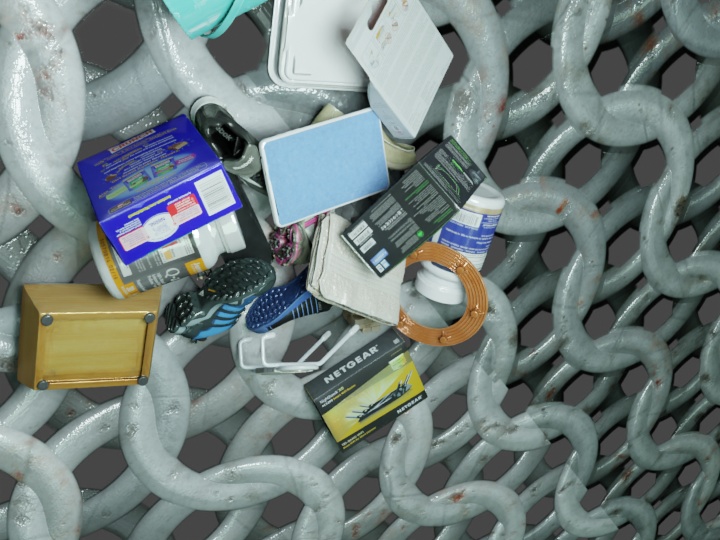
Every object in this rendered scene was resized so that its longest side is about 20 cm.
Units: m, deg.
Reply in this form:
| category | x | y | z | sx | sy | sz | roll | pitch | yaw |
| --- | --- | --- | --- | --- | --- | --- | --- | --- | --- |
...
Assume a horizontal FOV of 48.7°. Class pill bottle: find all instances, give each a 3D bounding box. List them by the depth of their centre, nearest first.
| category | x | y | z | sx | sy | sz | roll | pitch | yaw |
| --- | --- | --- | --- | --- | --- | --- | --- | --- | --- |
| pill bottle | -0.270 | -0.044 | 1.125 | 0.198 | 0.117 | 0.117 | -19 | 125 | -5 |
| pill bottle | 0.165 | -0.051 | 1.374 | 0.114 | 0.116 | 0.202 | 3 | 116 | -30 |

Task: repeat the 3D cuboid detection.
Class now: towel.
| category | x | y | z | sx | sy | sz | roll | pitch | yaw |
| --- | --- | --- | --- | --- | --- | --- | --- | --- | --- |
| towel | 0.000 | 0.000 | 1.250 | 0.199 | 0.034 | 0.134 | 22 | 70 | -42 |

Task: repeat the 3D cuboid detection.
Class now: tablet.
| category | x | y | z | sx | sy | sz | roll | pitch | yaw |
| --- | --- | --- | --- | --- | --- | --- | --- | --- | --- |
| tablet | -0.048 | -0.153 | 1.162 | 0.198 | 0.014 | 0.132 | -22 | 117 | -26 |

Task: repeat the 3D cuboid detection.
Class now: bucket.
| category | x | y | z | sx | sy | sz | roll | pitch | yaw |
| --- | --- | --- | --- | --- | --- | --- | --- | --- | --- |
| bucket | -0.191 | -0.386 | 0.945 | 0.134 | 0.208 | 0.208 | -30 | 127 | 2 |

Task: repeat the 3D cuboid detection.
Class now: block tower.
| category | x | y | z | sx | sy | sz | roll | pitch | yaw |
| --- | --- | --- | --- | --- | --- | --- | --- | --- | --- |
| block tower | 0.010 | 0.009 | 1.362 | 0.053 | 0.058 | 0.202 | -9 | 119 | -25 |

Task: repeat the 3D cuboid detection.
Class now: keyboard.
| category | x | y | z | sx | sy | sz | roll | pitch | yaw |
| --- | --- | --- | --- | --- | --- | --- | --- | --- | --- |
| keyboard | -0.219 | -0.060 | 1.223 | 0.126 | 0.021 | 0.201 | -30 | 126 | -12 |

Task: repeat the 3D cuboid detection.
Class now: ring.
| category | x | y | z | sx | sy | sz | roll | pitch | yaw |
| --- | --- | --- | --- | --- | --- | --- | --- | --- | --- |
| ring | 0.119 | 0.045 | 1.358 | 0.019 | 0.198 | 0.203 | -48 | 145 | -54 |

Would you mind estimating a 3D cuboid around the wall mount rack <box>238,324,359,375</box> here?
| category | x | y | z | sx | sy | sz | roll | pitch | yaw |
| --- | --- | --- | --- | --- | --- | --- | --- | --- | --- |
| wall mount rack | -0.102 | 0.133 | 1.320 | 0.172 | 0.199 | 0.076 | 1 | 82 | -27 |

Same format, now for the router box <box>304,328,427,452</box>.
| category | x | y | z | sx | sy | sz | roll | pitch | yaw |
| --- | --- | --- | --- | --- | --- | --- | --- | --- | --- |
| router box | 0.013 | 0.225 | 1.487 | 0.199 | 0.052 | 0.158 | -32 | 127 | -9 |

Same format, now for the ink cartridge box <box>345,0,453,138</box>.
| category | x | y | z | sx | sy | sz | roll | pitch | yaw |
| --- | --- | --- | --- | --- | --- | --- | --- | --- | --- |
| ink cartridge box | 0.049 | -0.317 | 1.154 | 0.200 | 0.057 | 0.164 | 42 | 65 | -40 |

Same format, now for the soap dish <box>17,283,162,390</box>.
| category | x | y | z | sx | sy | sz | roll | pitch | yaw |
| --- | --- | --- | --- | --- | --- | --- | --- | --- | --- |
| soap dish | -0.396 | 0.099 | 1.176 | 0.198 | 0.081 | 0.159 | 1 | 116 | -30 |

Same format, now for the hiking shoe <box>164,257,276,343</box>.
| category | x | y | z | sx | sy | sz | roll | pitch | yaw |
| --- | --- | --- | --- | --- | --- | --- | --- | --- | --- |
| hiking shoe | -0.208 | 0.046 | 1.243 | 0.198 | 0.075 | 0.087 | -26 | 146 | 17 |

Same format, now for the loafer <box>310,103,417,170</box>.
| category | x | y | z | sx | sy | sz | roll | pitch | yaw |
| --- | --- | --- | --- | --- | --- | --- | --- | --- | --- |
| loafer | 0.012 | -0.206 | 1.229 | 0.198 | 0.076 | 0.069 | 9 | 107 | -36 |

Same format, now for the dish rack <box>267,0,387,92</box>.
| category | x | y | z | sx | sy | sz | roll | pitch | yaw |
| --- | --- | --- | --- | --- | --- | --- | --- | --- | --- |
| dish rack | -0.030 | -0.342 | 1.152 | 0.198 | 0.044 | 0.174 | -3 | 118 | -26 |

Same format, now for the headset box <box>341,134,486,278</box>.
| category | x | y | z | sx | sy | sz | roll | pitch | yaw |
| --- | --- | --- | --- | --- | --- | --- | --- | --- | --- |
| headset box | 0.088 | -0.103 | 1.226 | 0.093 | 0.200 | 0.174 | 48 | 119 | -2 |

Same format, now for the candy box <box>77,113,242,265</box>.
| category | x | y | z | sx | sy | sz | roll | pitch | yaw |
| --- | --- | --- | --- | --- | --- | --- | --- | --- | --- |
| candy box | -0.269 | -0.114 | 1.050 | 0.168 | 0.200 | 0.078 | -28 | 128 | -10 |

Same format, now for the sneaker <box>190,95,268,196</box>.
| category | x | y | z | sx | sy | sz | roll | pitch | yaw |
| --- | --- | --- | --- | --- | --- | --- | --- | --- | --- |
| sneaker | -0.163 | -0.158 | 1.136 | 0.066 | 0.091 | 0.200 | -40 | 121 | 10 |

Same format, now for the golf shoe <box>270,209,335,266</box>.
| category | x | y | z | sx | sy | sz | roll | pitch | yaw |
| --- | --- | --- | --- | --- | --- | --- | --- | --- | --- |
| golf shoe | -0.077 | -0.102 | 1.250 | 0.091 | 0.073 | 0.202 | -8 | 129 | -43 |

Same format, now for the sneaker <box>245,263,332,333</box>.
| category | x | y | z | sx | sy | sz | roll | pitch | yaw |
| --- | --- | --- | --- | --- | --- | --- | --- | --- | --- |
| sneaker | -0.094 | 0.051 | 1.297 | 0.199 | 0.071 | 0.078 | -33 | 136 | 21 |
